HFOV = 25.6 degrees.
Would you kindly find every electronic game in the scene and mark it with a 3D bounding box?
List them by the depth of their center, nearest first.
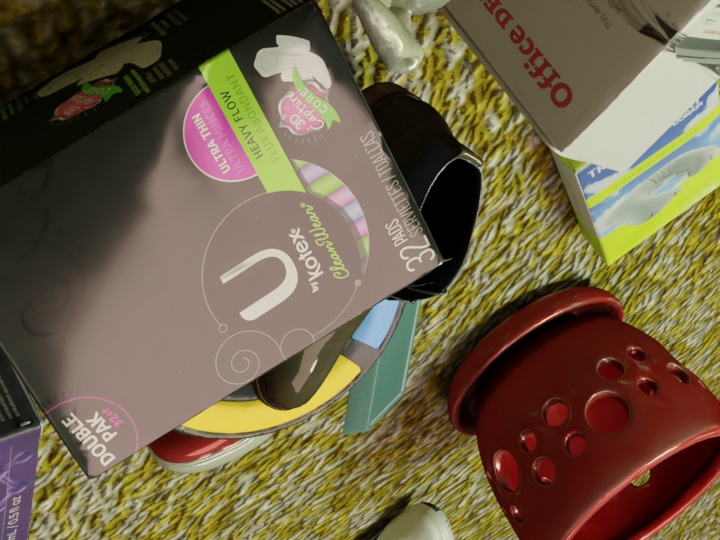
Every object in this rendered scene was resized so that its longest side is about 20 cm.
[{"bbox_3d":[-0.062,0.013,0.937,0.198,0.042,0.202,-11,121,-19],"label":"electronic game"}]

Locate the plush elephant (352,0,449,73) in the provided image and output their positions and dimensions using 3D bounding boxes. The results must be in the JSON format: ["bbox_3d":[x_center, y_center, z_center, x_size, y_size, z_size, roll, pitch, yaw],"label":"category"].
[{"bbox_3d":[0.043,-0.176,0.707,0.198,0.166,0.156,-3,134,0],"label":"plush elephant"}]

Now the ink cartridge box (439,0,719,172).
[{"bbox_3d":[0.149,-0.174,0.836,0.200,0.145,0.084,-46,151,22],"label":"ink cartridge box"}]

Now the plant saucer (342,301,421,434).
[{"bbox_3d":[0.023,0.014,1.038,0.070,0.019,0.202,-39,145,-52],"label":"plant saucer"}]

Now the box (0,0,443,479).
[{"bbox_3d":[-0.090,-0.029,0.761,0.199,0.124,0.149,-31,115,-5],"label":"box"}]

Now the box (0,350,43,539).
[{"bbox_3d":[-0.285,0.114,0.856,0.199,0.105,0.149,-20,150,-27],"label":"box"}]

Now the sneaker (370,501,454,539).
[{"bbox_3d":[-0.002,0.301,1.499,0.129,0.080,0.199,-16,159,-48],"label":"sneaker"}]

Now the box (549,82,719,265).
[{"bbox_3d":[0.202,-0.088,1.140,0.122,0.048,0.200,-36,154,1],"label":"box"}]

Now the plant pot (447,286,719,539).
[{"bbox_3d":[0.187,0.126,1.318,0.199,0.183,0.201,-26,152,-15],"label":"plant pot"}]

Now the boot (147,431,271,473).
[{"bbox_3d":[-0.067,0.039,1.023,0.199,0.072,0.145,-38,154,-12],"label":"boot"}]

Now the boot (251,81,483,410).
[{"bbox_3d":[0.000,0.000,0.881,0.074,0.097,0.202,15,102,-33],"label":"boot"}]
